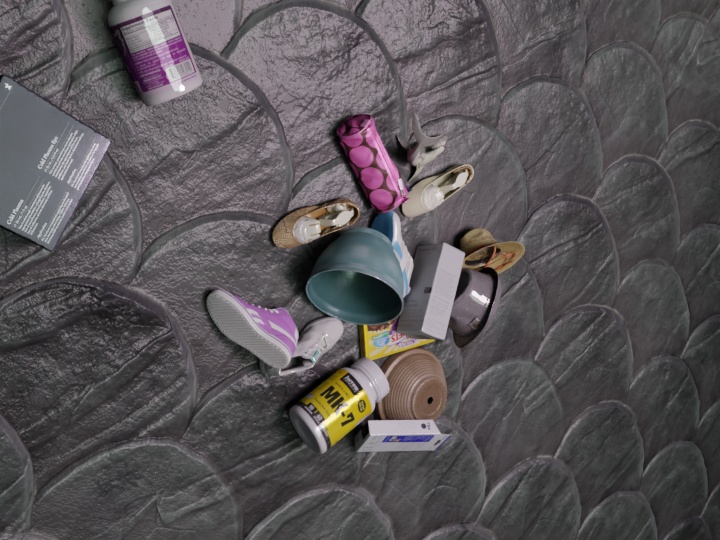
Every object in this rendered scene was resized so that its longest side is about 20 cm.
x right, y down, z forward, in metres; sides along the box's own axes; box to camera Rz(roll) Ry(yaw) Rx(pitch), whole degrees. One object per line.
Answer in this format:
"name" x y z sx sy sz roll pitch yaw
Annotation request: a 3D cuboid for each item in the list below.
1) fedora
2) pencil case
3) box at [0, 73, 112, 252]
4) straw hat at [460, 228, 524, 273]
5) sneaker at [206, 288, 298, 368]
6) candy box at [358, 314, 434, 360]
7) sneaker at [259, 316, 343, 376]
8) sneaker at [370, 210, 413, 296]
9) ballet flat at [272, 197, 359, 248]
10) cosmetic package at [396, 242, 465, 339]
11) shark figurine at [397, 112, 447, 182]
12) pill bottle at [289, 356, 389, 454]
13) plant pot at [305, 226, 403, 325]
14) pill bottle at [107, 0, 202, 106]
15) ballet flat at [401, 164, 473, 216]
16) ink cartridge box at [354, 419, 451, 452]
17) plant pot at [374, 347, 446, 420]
"fedora" 0.229 0.069 1.677 0.089 0.200 0.179 23 48 -18
"pencil case" 0.029 -0.220 1.530 0.091 0.093 0.202 -42 119 -21
"box" -0.518 -0.163 1.147 0.181 0.103 0.203 33 79 -35
"straw hat" 0.276 -0.049 1.734 0.198 0.201 0.086 -4 61 -34
"sneaker" -0.204 0.092 1.447 0.200 0.072 0.115 44 34 -14
"candy box" 0.083 0.131 1.671 0.197 0.026 0.104 -13 106 -33
"sneaker" -0.102 0.163 1.508 0.198 0.088 0.076 -30 113 -28
"sneaker" 0.069 -0.033 1.609 0.080 0.076 0.204 -17 115 -39
"ballet flat" -0.083 -0.097 1.489 0.198 0.065 0.072 -28 113 -28
"cosmetic package" 0.154 0.047 1.640 0.073 0.101 0.204 21 75 -30
"shark figurine" 0.112 -0.263 1.578 0.128 0.214 0.090 -45 83 12
"pill bottle" -0.041 0.276 1.556 0.199 0.114 0.116 -36 117 -25
"plant pot" 0.000 0.000 1.506 0.199 0.198 0.136 37 51 -33
"pill bottle" -0.346 -0.385 1.225 0.111 0.112 0.203 -31 114 -26
"ballet flat" 0.177 -0.181 1.658 0.199 0.069 0.070 -36 117 -25
"ink cartridge box" 0.093 0.366 1.650 0.196 0.100 0.040 5 54 -20
"plant pot" 0.130 0.283 1.692 0.198 0.092 0.205 -8 104 -33
